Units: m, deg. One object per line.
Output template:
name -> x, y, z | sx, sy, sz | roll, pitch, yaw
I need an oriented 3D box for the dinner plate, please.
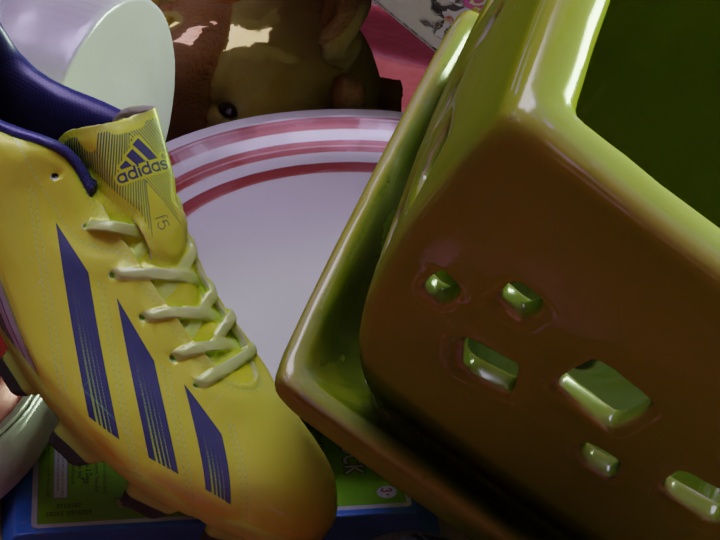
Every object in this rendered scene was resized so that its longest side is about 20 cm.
dinner plate -> 0.000, 0.000, 0.887 | 0.199, 0.024, 0.201 | 1, 33, -1

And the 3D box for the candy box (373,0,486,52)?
candy box -> 0.049, -0.155, 1.014 | 0.168, 0.072, 0.200 | 39, 27, -5

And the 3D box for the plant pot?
plant pot -> 0.100, -0.006, 0.743 | 0.200, 0.181, 0.199 | 35, 48, -10

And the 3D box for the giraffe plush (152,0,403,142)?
giraffe plush -> -0.049, -0.082, 1.051 | 0.199, 0.173, 0.162 | -15, 35, 3

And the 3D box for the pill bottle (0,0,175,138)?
pill bottle -> -0.171, -0.071, 0.878 | 0.199, 0.110, 0.110 | 17, 26, 19

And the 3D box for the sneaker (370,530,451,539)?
sneaker -> 0.047, 0.106, 0.674 | 0.079, 0.096, 0.200 | -5, 24, -19

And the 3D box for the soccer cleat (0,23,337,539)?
soccer cleat -> -0.073, -0.001, 0.769 | 0.200, 0.084, 0.065 | 45, 17, 6

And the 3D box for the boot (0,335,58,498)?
boot -> -0.161, 0.014, 0.767 | 0.072, 0.145, 0.200 | 3, 30, 29

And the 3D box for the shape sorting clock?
shape sorting clock -> -0.048, 0.056, 0.857 | 0.199, 0.039, 0.200 | 0, 32, 0
